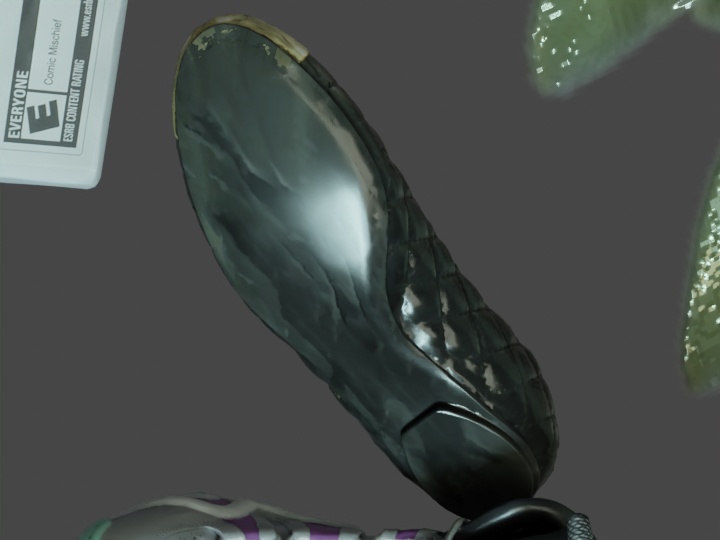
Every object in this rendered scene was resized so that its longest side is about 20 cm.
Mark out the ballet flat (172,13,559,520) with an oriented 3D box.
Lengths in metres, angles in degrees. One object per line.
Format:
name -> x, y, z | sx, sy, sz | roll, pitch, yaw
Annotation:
ballet flat -> 0.000, 0.000, 0.756 | 0.066, 0.057, 0.200 | -25, 114, 18

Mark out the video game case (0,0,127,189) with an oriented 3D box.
video game case -> -0.148, -0.127, 0.654 | 0.181, 0.022, 0.201 | 3, 107, -24

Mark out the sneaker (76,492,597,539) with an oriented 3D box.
sneaker -> 0.017, 0.101, 0.735 | 0.199, 0.140, 0.078 | 14, 63, -33
